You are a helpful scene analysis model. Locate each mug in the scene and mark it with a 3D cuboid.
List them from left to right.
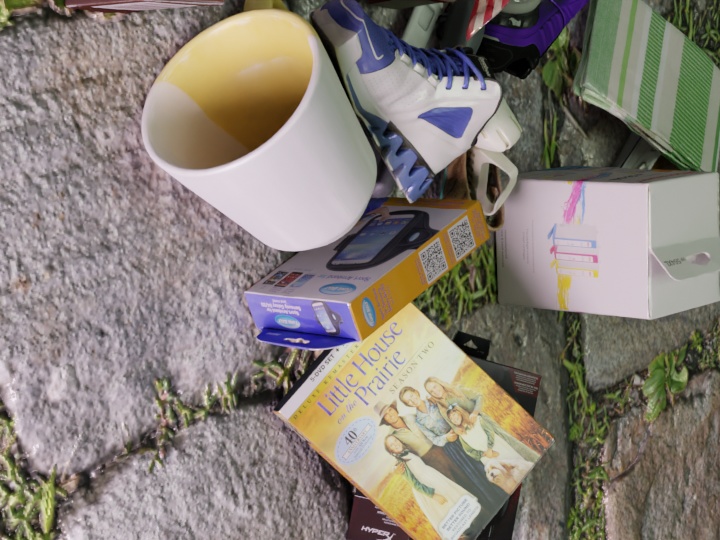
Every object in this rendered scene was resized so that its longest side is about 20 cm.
[{"bbox_3d":[-0.053,-0.107,1.171,0.187,0.149,0.153,-59,139,-17],"label":"mug"}]

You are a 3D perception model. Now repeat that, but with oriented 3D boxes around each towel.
[{"bbox_3d":[0.301,-0.194,1.578,0.200,0.023,0.153,30,59,-28],"label":"towel"}]

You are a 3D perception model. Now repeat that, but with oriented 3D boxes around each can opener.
[{"bbox_3d":[0.050,-0.158,1.327,0.053,0.067,0.201,38,66,-41],"label":"can opener"}]

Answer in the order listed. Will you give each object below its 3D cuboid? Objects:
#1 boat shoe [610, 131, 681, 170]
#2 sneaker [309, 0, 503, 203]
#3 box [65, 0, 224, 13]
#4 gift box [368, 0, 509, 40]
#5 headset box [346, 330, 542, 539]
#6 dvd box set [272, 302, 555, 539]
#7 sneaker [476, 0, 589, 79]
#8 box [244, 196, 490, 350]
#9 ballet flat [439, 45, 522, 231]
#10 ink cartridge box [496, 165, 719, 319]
[{"bbox_3d":[0.293,-0.076,1.594,0.200,0.070,0.071,-56,130,-28],"label":"boat shoe"},{"bbox_3d":[0.045,-0.153,1.219,0.115,0.081,0.200,-32,137,1],"label":"sneaker"},{"bbox_3d":[-0.153,-0.284,1.072,0.075,0.100,0.201,-6,97,-47],"label":"box"},{"bbox_3d":[0.029,-0.289,1.218,0.186,0.184,0.201,3,95,-38],"label":"gift box"},{"bbox_3d":[0.079,0.156,1.381,0.149,0.077,0.201,18,82,-46],"label":"headset box"},{"bbox_3d":[0.047,0.129,1.286,0.200,0.029,0.146,44,78,-9],"label":"dvd box set"},{"bbox_3d":[0.156,-0.233,1.442,0.200,0.069,0.100,-30,136,-52],"label":"sneaker"},{"bbox_3d":[0.000,0.000,1.249,0.200,0.119,0.042,-36,118,-40],"label":"box"},{"bbox_3d":[0.104,-0.106,1.335,0.068,0.072,0.200,-43,147,-31],"label":"ballet flat"},{"bbox_3d":[0.243,-0.030,1.449,0.128,0.200,0.126,-12,102,-46],"label":"ink cartridge box"}]
